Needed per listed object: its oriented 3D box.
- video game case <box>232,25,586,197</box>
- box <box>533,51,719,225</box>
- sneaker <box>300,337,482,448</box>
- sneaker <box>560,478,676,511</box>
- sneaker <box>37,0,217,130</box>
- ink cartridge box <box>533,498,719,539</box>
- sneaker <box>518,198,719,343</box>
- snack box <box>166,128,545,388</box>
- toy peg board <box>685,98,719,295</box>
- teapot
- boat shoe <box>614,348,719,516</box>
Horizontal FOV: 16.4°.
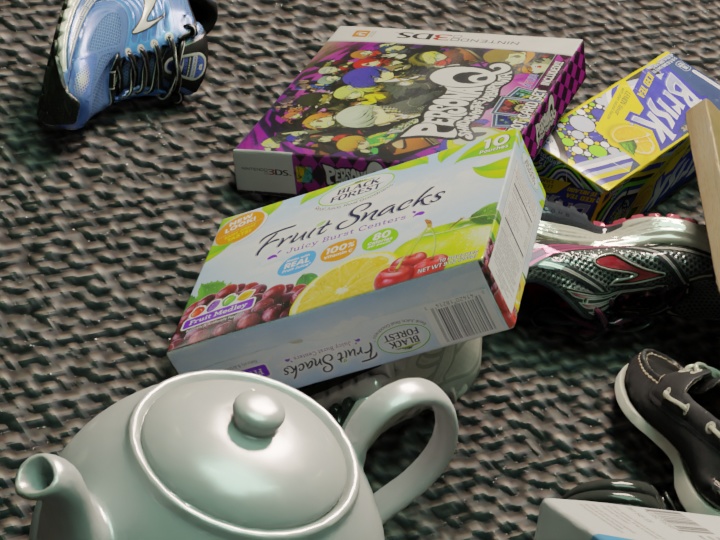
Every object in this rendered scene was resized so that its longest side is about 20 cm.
[{"bbox_3d":[0.036,-0.102,1.640,0.180,0.036,0.200,5,31,21],"label":"video game case"},{"bbox_3d":[0.181,-0.081,1.720,0.070,0.065,0.200,35,38,19],"label":"box"},{"bbox_3d":[0.029,0.056,1.461,0.081,0.075,0.200,53,45,-19],"label":"sneaker"},{"bbox_3d":[0.187,0.174,1.386,0.199,0.071,0.099,20,37,0],"label":"sneaker"},{"bbox_3d":[-0.145,-0.147,1.624,0.089,0.079,0.200,23,35,6],"label":"sneaker"},{"bbox_3d":[0.193,0.208,1.240,0.199,0.147,0.147,7,7,-19],"label":"ink cartridge box"},{"bbox_3d":[0.157,0.011,1.587,0.199,0.081,0.075,6,54,-9],"label":"sneaker"},{"bbox_3d":[0.000,0.000,1.430,0.199,0.053,0.142,-16,27,22],"label":"snack box"},{"bbox_3d":[0.310,-0.008,1.584,0.199,0.098,0.201,44,26,-28],"label":"toy peg board"},{"bbox_3d":[-0.065,0.119,1.263,0.196,0.147,0.200,22,35,0],"label":"teapot"},{"bbox_3d":[0.205,0.090,1.481,0.074,0.061,0.200,21,19,-16],"label":"boat shoe"}]
